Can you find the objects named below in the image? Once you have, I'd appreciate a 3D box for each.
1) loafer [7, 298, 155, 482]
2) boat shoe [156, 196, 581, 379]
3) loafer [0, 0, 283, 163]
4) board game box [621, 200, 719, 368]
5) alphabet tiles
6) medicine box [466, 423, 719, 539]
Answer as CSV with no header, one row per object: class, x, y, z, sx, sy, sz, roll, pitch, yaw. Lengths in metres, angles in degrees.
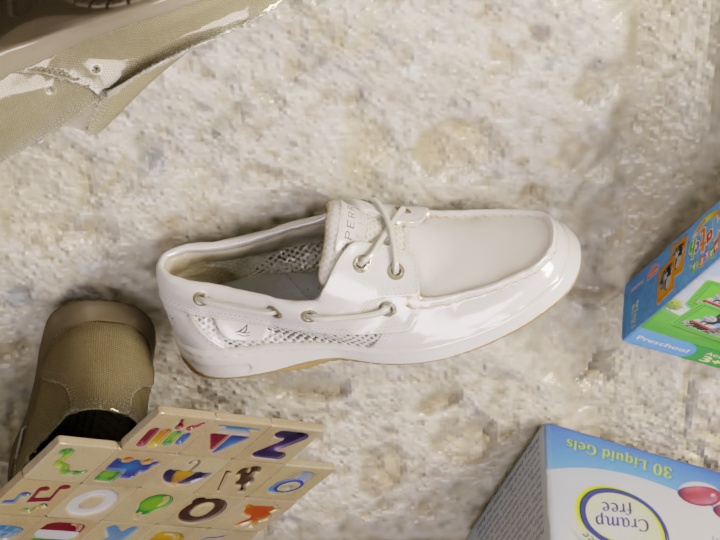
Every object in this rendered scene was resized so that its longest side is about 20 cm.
loafer,-0.142,0.103,1.198,0.076,0.068,0.200,5,132,-3
boat shoe,0.000,0.000,1.102,0.199,0.071,0.069,-12,132,13
loafer,-0.109,-0.102,1.013,0.200,0.076,0.068,-19,136,17
board game box,0.227,0.002,1.077,0.151,0.037,0.200,16,153,-13
alphabet tiles,-0.114,0.122,1.169,0.166,0.006,0.200,9,142,-40
medicine box,0.156,0.199,1.192,0.182,0.200,0.103,17,130,-14
